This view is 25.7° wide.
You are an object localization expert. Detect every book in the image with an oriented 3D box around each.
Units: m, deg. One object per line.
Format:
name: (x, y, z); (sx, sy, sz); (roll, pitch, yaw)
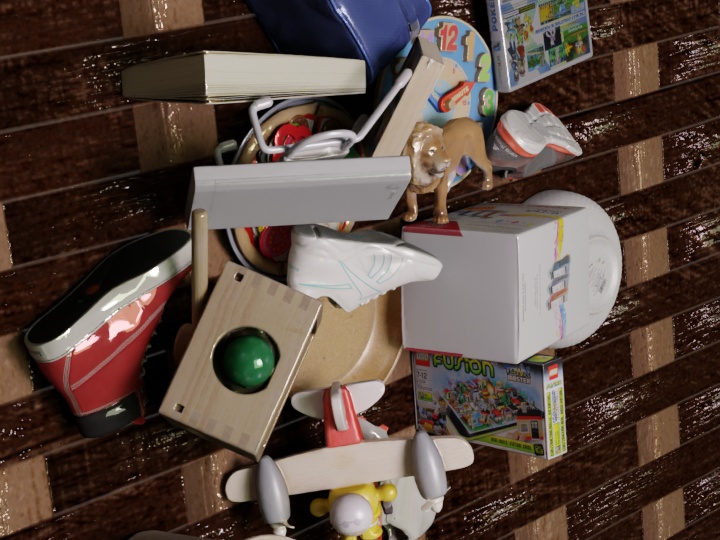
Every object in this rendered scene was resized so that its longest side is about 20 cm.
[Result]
book: (-0.112, -0.187, 1.529); (0.200, 0.133, 0.048); (-8, 99, -42)

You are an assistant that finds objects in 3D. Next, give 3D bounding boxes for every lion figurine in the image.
lion figurine: (0.092, -0.126, 1.730); (0.200, 0.072, 0.123); (-46, 140, -57)

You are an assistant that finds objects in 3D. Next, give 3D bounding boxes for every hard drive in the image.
hard drive: (-0.062, -0.073, 1.495); (0.200, 0.132, 0.026); (-3, 75, -11)

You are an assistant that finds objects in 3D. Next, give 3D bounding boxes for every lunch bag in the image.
lunch bag: (-0.020, -0.287, 1.600); (0.132, 0.136, 0.200); (-51, 128, -26)

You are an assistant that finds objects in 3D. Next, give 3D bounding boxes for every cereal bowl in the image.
cereal bowl: (0.259, 0.001, 1.952); (0.200, 0.083, 0.201); (-6, 99, -44)

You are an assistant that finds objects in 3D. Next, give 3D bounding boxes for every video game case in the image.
video game case: (0.212, -0.323, 1.885); (0.200, 0.022, 0.183); (-28, 114, -48)

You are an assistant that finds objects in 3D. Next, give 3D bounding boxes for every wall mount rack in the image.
wall mount rack: (-0.041, -0.128, 1.522); (0.173, 0.200, 0.075); (-11, 78, -25)

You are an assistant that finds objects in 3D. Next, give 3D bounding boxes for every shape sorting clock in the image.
shape sorting clock: (0.089, -0.188, 1.790); (0.200, 0.039, 0.201); (-7, 101, -43)

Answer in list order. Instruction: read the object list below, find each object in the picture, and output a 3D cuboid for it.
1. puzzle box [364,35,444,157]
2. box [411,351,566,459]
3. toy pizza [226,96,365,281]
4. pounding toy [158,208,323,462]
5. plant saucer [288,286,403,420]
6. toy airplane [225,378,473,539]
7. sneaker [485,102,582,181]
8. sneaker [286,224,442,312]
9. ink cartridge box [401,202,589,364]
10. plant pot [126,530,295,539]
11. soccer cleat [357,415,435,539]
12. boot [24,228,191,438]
puzzle box: (0.043, -0.169, 1.620); (0.025, 0.200, 0.133); (26, 102, -6)
box: (0.142, 0.140, 1.775); (0.035, 0.200, 0.110); (-15, 105, -42)
toy pizza: (-0.060, -0.083, 1.643); (0.200, 0.032, 0.201); (-20, 119, -41)
pounding toy: (-0.125, 0.067, 1.508); (0.142, 0.200, 0.184); (23, 81, 1)
plant saucer: (-0.026, 0.060, 1.702); (0.200, 0.035, 0.201); (-18, 116, -42)
toy airplane: (-0.010, 0.213, 1.639); (0.199, 0.141, 0.200); (33, 112, -18)
sneaker: (0.195, -0.148, 1.889); (0.077, 0.082, 0.200); (55, 26, 18)
sneaker: (0.000, 0.000, 1.639); (0.200, 0.070, 0.080); (5, 104, -40)
ink cartridge box: (0.156, 0.008, 1.778); (0.200, 0.145, 0.145); (-19, 110, -58)
plant pot: (-0.159, 0.333, 1.520); (0.200, 0.183, 0.201); (-8, 102, -43)
soccer cleat: (0.026, 0.241, 1.767); (0.078, 0.069, 0.200); (-49, 132, -22)
boot: (-0.212, 0.063, 1.515); (0.200, 0.072, 0.144); (-42, 125, -25)
